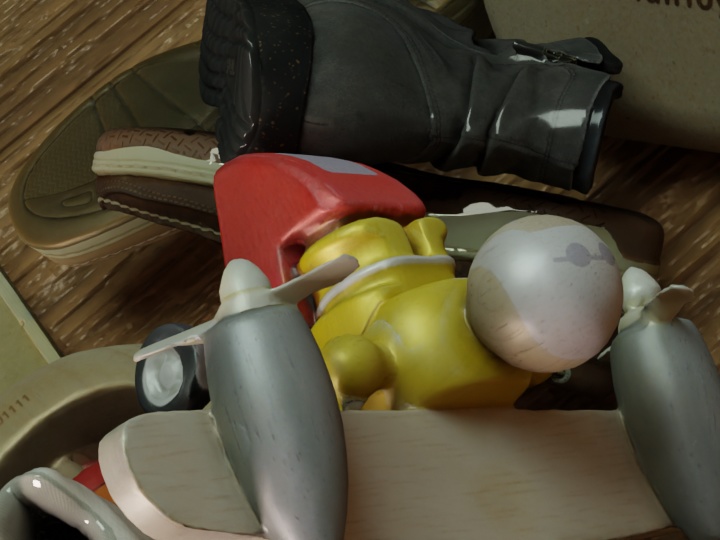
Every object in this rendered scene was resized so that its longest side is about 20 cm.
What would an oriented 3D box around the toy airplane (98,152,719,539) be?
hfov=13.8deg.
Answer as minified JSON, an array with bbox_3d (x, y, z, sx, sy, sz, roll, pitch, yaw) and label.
[{"bbox_3d":[0.031,0.050,0.852,0.141,0.199,0.200,-54,7,29],"label":"toy airplane"}]

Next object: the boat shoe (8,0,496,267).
[{"bbox_3d":[-0.034,-0.053,1.107,0.200,0.066,0.074,-29,49,-1],"label":"boat shoe"}]

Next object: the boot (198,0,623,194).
[{"bbox_3d":[0.015,-0.074,1.018,0.131,0.070,0.200,6,27,-9],"label":"boot"}]

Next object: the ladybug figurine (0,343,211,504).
[{"bbox_3d":[-0.063,0.101,0.971,0.136,0.072,0.200,-39,42,-7],"label":"ladybug figurine"}]

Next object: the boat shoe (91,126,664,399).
[{"bbox_3d":[-0.002,0.000,1.006,0.202,0.075,0.075,12,95,21],"label":"boat shoe"}]

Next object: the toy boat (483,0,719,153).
[{"bbox_3d":[0.140,-0.117,1.042,0.200,0.131,0.131,12,27,38],"label":"toy boat"}]

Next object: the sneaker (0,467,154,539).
[{"bbox_3d":[-0.059,0.139,0.831,0.074,0.087,0.200,-36,53,1],"label":"sneaker"}]

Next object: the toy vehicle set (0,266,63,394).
[{"bbox_3d":[-0.202,0.077,1.115,0.200,0.027,0.124,-36,41,-4],"label":"toy vehicle set"}]
